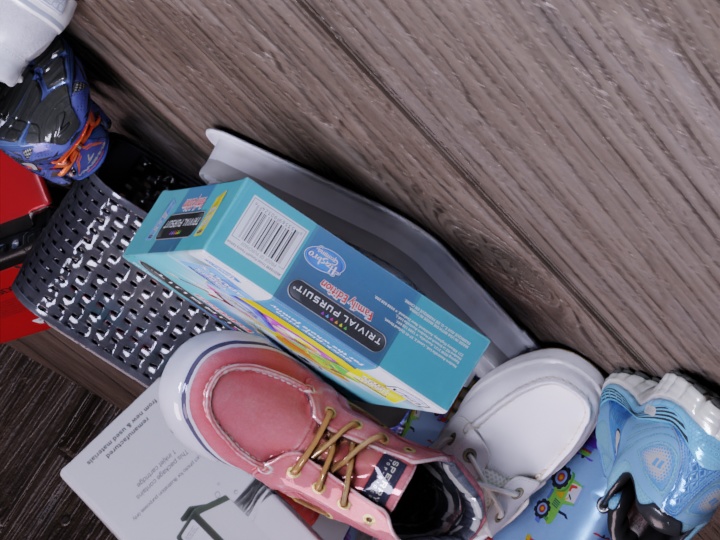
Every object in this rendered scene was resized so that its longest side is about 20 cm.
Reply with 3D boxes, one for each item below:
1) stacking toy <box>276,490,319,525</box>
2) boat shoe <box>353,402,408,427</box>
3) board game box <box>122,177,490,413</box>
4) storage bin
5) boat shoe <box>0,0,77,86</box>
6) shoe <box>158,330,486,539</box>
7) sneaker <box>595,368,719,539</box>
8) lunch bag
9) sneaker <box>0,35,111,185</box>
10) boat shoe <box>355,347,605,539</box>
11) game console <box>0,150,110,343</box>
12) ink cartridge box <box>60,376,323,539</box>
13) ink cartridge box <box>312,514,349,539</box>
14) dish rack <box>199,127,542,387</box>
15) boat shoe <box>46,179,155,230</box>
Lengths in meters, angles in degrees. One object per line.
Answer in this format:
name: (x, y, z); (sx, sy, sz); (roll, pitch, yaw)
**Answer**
stacking toy: (-0.074, 0.104, 1.883); (0.085, 0.085, 0.200); (39, -167, -42)
boat shoe: (0.035, 0.107, 1.856); (0.200, 0.074, 0.060); (10, 155, -7)
board game box: (-0.034, 0.014, 1.505); (0.151, 0.047, 0.200); (34, 170, -13)
storage bin: (-0.100, 0.017, 1.740); (0.200, 0.094, 0.135); (32, -166, -7)
boat shoe: (-0.206, -0.126, 1.523); (0.072, 0.069, 0.200); (36, 171, -26)
shoe: (-0.015, 0.094, 1.520); (0.091, 0.072, 0.200); (19, 170, 43)
sneaker: (0.150, 0.106, 1.507); (0.078, 0.090, 0.200); (32, 173, 0)
lunch bag: (0.078, 0.139, 1.717); (0.200, 0.151, 0.094); (27, 180, 36)
sneaker: (-0.173, -0.087, 1.624); (0.078, 0.075, 0.200); (40, 179, -13)
boat shoe: (0.066, 0.122, 1.619); (0.071, 0.069, 0.200); (36, 126, -10)
game console: (-0.244, -0.041, 1.900); (0.200, 0.119, 0.172); (-17, 153, 42)
ink cartridge box: (-0.062, 0.172, 1.616); (0.200, 0.084, 0.146); (44, 173, 19)
ink cartridge box: (-0.009, 0.128, 1.986); (0.145, 0.084, 0.200); (8, -170, -24)
dish rack: (0.000, 0.000, 1.602); (0.172, 0.044, 0.200); (27, 170, 33)
boat shoe: (-0.217, -0.059, 1.940); (0.200, 0.072, 0.076); (25, 170, 39)
